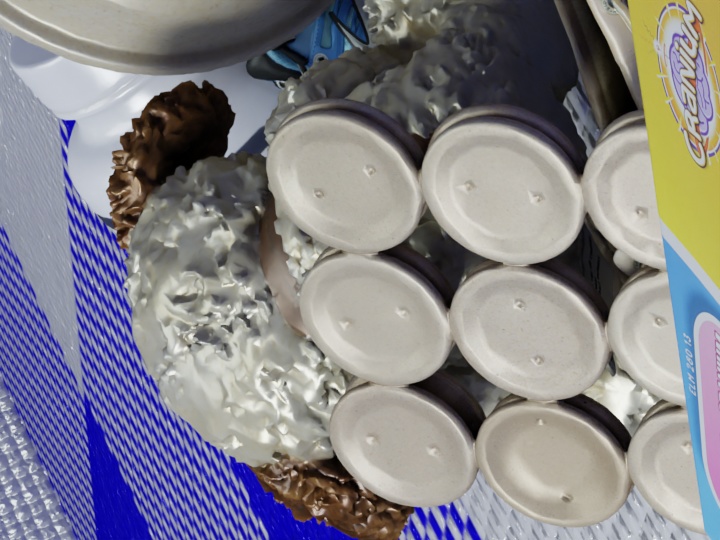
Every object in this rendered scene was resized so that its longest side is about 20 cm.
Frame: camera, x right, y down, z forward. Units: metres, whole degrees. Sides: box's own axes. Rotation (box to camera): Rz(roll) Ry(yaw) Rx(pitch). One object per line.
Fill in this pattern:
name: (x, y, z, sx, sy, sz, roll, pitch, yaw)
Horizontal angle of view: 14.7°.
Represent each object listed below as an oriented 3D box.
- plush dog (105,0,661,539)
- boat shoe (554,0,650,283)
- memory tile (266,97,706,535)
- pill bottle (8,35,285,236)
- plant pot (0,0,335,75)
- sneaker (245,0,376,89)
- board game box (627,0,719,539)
plush dog: (0.000, 0.000, 0.920, 0.160, 0.171, 0.201, -11, -106, -63)
boat shoe: (0.095, -0.024, 0.833, 0.072, 0.065, 0.201, 45, 154, 57)
memory tile: (0.074, 0.016, 0.814, 0.199, 0.017, 0.154, 3, 127, 24)
pill bottle: (-0.047, -0.040, 1.119, 0.200, 0.111, 0.111, 49, 175, -26)
plant pot: (-0.049, -0.187, 0.923, 0.201, 0.200, 0.183, 66, 154, 5)
sneaker: (0.003, -0.076, 1.050, 0.200, 0.090, 0.078, 62, 165, 20)
board game box: (0.126, -0.044, 0.508, 0.040, 0.153, 0.201, -129, 22, -52)
